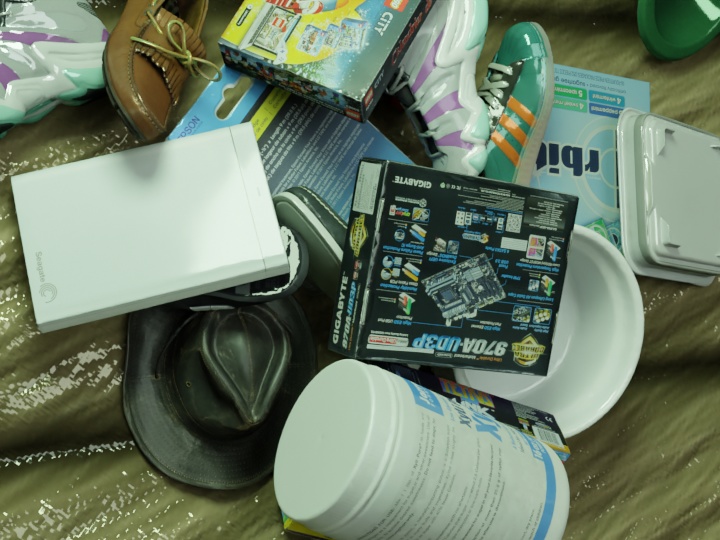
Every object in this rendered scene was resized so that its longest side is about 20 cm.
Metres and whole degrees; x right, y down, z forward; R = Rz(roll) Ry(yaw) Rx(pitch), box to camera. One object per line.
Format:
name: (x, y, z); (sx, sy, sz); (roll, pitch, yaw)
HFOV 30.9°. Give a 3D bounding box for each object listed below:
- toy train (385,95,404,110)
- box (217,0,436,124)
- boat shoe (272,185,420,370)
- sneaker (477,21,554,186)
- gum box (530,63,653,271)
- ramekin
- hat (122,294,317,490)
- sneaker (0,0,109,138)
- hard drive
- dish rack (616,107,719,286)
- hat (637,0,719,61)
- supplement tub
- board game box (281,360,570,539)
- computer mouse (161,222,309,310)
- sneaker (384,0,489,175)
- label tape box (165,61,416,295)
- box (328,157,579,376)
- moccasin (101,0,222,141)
toy train: (0.047, -0.174, 1.245); (0.199, 0.034, 0.046); (21, 85, -25)
box: (-0.012, -0.235, 1.102); (0.136, 0.038, 0.200); (25, 71, 14)
boat shoe: (0.000, 0.000, 1.101); (0.060, 0.075, 0.200); (-46, 117, -23)
sneaker: (0.125, -0.137, 1.230); (0.080, 0.071, 0.201); (3, 104, -29)
gum box: (0.218, -0.103, 1.319); (0.169, 0.045, 0.201); (6, 81, -28)
ramekin: (0.152, 0.050, 1.204); (0.200, 0.098, 0.202); (-4, 100, -23)
hat: (-0.103, 0.083, 1.093); (0.200, 0.081, 0.202); (5, 80, -29)
sneaker: (-0.296, -0.180, 1.037); (0.200, 0.078, 0.140); (-29, 95, -39)
hard drive: (-0.168, -0.037, 1.037); (0.199, 0.027, 0.132); (-14, 68, -5)
dish rack: (0.334, -0.076, 1.344); (0.200, 0.043, 0.173); (7, 80, -47)
hat: (0.309, -0.354, 1.424); (0.165, 0.176, 0.201); (-17, 128, -32)
supplement tub: (0.049, 0.161, 0.999); (0.200, 0.132, 0.132); (27, 70, -29)
board game box: (0.054, 0.174, 1.125); (0.199, 0.166, 0.057); (20, 29, -25)
computer mouse: (-0.144, -0.028, 1.074); (0.199, 0.046, 0.141); (-5, 67, -2)
sneaker: (0.038, -0.160, 1.153); (0.139, 0.078, 0.201); (1, 83, -17)
label tape box: (-0.066, -0.096, 1.151); (0.200, 0.066, 0.144); (40, 67, -16)
box: (0.081, 0.000, 1.077); (0.199, 0.046, 0.160); (7, 95, -30)
moccasin: (-0.157, -0.179, 1.058); (0.202, 0.077, 0.074); (-82, 151, -52)
